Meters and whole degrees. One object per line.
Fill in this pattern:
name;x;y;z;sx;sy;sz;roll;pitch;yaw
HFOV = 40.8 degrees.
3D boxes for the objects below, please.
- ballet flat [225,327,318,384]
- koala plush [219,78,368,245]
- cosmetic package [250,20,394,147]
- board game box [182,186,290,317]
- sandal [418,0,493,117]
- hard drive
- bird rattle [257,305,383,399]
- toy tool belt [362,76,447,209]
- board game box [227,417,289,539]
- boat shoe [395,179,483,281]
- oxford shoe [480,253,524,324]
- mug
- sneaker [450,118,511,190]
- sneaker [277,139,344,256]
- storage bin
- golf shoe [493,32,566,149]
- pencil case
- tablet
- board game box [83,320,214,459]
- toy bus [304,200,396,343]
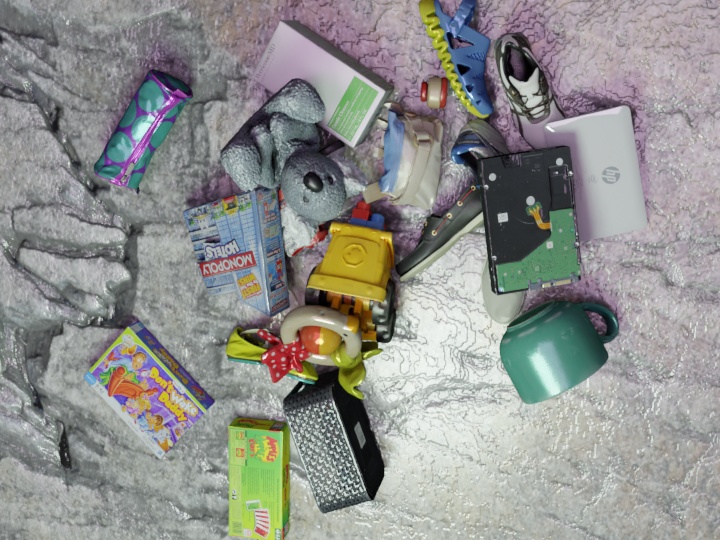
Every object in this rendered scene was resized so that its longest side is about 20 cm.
ballet flat;-0.147;0.135;1.608;0.197;0.066;0.068;11;85;37
koala plush;-0.093;-0.156;1.454;0.178;0.184;0.200;-46;104;-4
cosmetic package;-0.058;-0.294;1.518;0.198;0.085;0.109;33;109;3
board game box;-0.197;-0.020;1.580;0.197;0.061;0.204;-12;98;37
sandal;0.161;-0.331;1.468;0.086;0.080;0.203;-23;97;11
hard drive;0.250;-0.074;1.431;0.137;0.038;0.204;-9;99;-4
bird rattle;-0.065;0.105;1.486;0.196;0.114;0.165;17;141;10
toy tool belt;0.066;-0.199;1.490;0.120;0.125;0.205;5;102;3
board game box;-0.177;0.365;1.692;0.099;0.048;0.205;3;102;11
boat shoe;0.129;-0.061;1.530;0.201;0.074;0.063;-42;84;14
oxford shoe;0.226;-0.002;1.512;0.074;0.058;0.204;8;119;8
mug;0.297;0.111;1.497;0.151;0.184;0.116;-30;92;40
sneaker;0.218;-0.139;1.476;0.199;0.085;0.078;36;143;9
sneaker;-0.073;-0.111;1.564;0.201;0.067;0.108;-41;86;21
storage bin;-0.041;0.278;1.598;0.092;0.135;0.204;-19;97;15
golf shoe;0.253;-0.258;1.452;0.077;0.095;0.202;-28;96;15
pencil case;-0.356;-0.229;1.591;0.084;0.093;0.202;23;109;-36
tablet;0.357;-0.142;1.462;0.127;0.014;0.203;-11;117;14
board game box;-0.373;0.210;1.706;0.200;0.045;0.134;46;106;1
toy bus;0.000;0.000;1.538;0.133;0.201;0.196;9;67;9
